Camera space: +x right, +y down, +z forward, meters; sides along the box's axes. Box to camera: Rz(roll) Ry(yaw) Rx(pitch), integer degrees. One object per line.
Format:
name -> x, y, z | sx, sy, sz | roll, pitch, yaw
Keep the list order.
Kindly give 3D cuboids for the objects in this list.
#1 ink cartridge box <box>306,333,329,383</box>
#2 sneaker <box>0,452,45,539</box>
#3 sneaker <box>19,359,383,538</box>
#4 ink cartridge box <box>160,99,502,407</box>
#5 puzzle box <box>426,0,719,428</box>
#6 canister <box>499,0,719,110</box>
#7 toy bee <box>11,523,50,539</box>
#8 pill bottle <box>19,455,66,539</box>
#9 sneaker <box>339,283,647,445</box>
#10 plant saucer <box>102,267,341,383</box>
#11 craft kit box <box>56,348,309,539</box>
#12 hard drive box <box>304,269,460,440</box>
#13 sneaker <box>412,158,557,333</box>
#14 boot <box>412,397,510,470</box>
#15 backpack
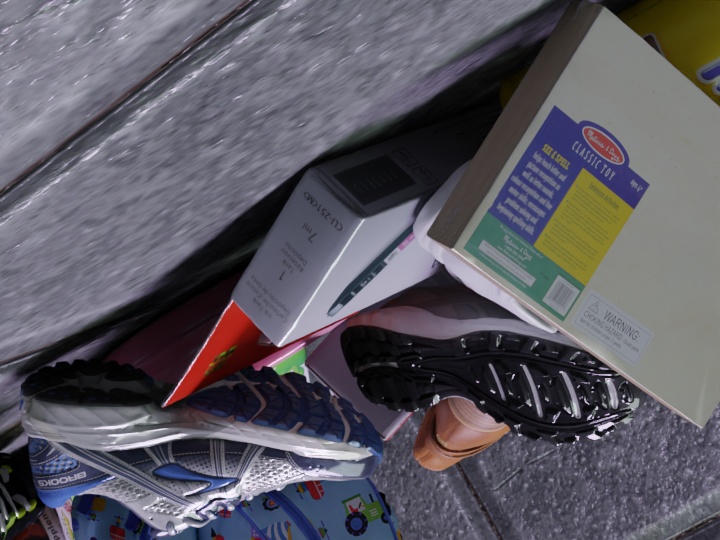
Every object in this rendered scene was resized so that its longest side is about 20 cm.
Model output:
ink cartridge box -> -0.075, 0.090, 1.585 | 0.199, 0.068, 0.116 | -28, 175, -32
sneaker -> -0.221, 0.127, 1.164 | 0.082, 0.072, 0.200 | -25, -176, -17
sneaker -> -0.088, 0.102, 1.097 | 0.198, 0.086, 0.077 | 6, -159, -3
ink cartridge box -> 0.000, 0.000, 1.073 | 0.199, 0.044, 0.174 | -24, 152, -54
puzzle box -> 0.136, -0.024, 0.969 | 0.134, 0.199, 0.025 | -57, -145, -2
canister -> 0.189, -0.089, 1.039 | 0.199, 0.149, 0.087 | -29, -140, 16
toy bee -> -0.228, 0.229, 1.157 | 0.130, 0.110, 0.199 | -16, -173, 41
pill bottle -> -0.240, 0.195, 1.481 | 0.199, 0.112, 0.111 | -26, 174, -45
sneaker -> 0.079, 0.041, 1.121 | 0.199, 0.075, 0.079 | 10, -140, 43
plant saucer -> -0.087, 0.044, 1.236 | 0.199, 0.051, 0.201 | -32, 175, -3
craft kit box -> -0.121, 0.137, 1.411 | 0.199, 0.049, 0.198 | -34, 150, -21
hard drive box -> 0.056, 0.019, 1.383 | 0.200, 0.077, 0.156 | -47, 176, -1
sneaker -> 0.092, -0.002, 1.065 | 0.075, 0.088, 0.200 | -51, 165, 11
boot -> 0.113, 0.041, 1.283 | 0.199, 0.074, 0.155 | -37, 169, -29
backpack -> -0.058, 0.184, 1.174 | 0.134, 0.184, 0.199 | -24, -160, -33
